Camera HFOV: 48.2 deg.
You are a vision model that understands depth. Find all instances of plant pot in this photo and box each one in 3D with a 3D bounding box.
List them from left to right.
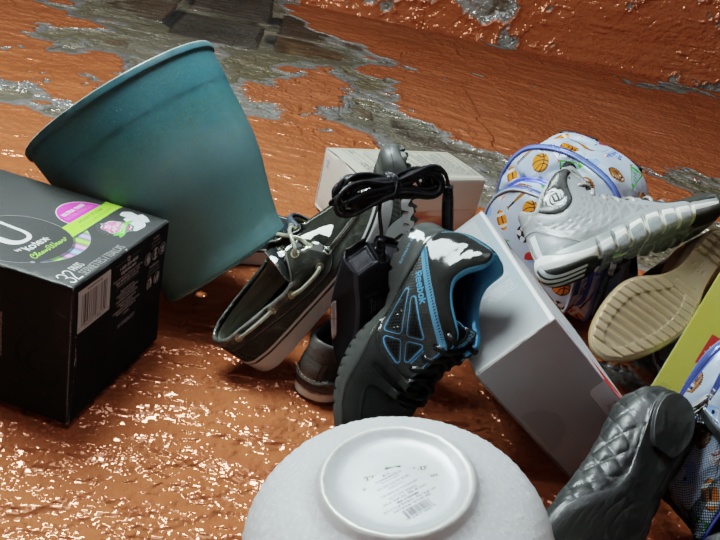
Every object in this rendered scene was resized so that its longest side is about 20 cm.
[{"bbox_3d":[-0.174,-0.082,0.764,0.188,0.200,0.200,57,28,-8],"label":"plant pot"}]

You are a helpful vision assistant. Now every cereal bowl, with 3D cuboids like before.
[{"bbox_3d":[0.023,0.157,0.497,0.199,0.084,0.200,-1,29,0],"label":"cereal bowl"}]

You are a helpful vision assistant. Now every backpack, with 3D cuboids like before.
[{"bbox_3d":[0.230,-0.056,0.930,0.200,0.191,0.154,29,31,27],"label":"backpack"},{"bbox_3d":[0.338,0.127,0.609,0.199,0.191,0.154,12,29,-22],"label":"backpack"}]

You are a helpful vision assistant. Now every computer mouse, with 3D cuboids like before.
[{"bbox_3d":[0.025,0.005,0.679,0.140,0.201,0.046,-21,25,-40],"label":"computer mouse"}]

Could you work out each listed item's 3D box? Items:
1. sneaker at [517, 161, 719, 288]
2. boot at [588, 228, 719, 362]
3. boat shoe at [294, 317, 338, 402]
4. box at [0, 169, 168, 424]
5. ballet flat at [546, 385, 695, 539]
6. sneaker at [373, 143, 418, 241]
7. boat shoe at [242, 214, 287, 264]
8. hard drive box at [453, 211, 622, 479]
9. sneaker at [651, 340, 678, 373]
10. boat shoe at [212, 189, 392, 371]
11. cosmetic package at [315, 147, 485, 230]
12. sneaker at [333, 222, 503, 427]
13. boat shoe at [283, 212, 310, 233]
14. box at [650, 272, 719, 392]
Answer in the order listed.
[{"bbox_3d":[0.250,-0.068,0.798,0.199,0.075,0.116,-19,67,-6],"label":"sneaker"},{"bbox_3d":[0.292,0.052,0.831,0.200,0.167,0.072,-36,71,-19],"label":"boot"},{"bbox_3d":[0.009,0.060,0.761,0.067,0.057,0.200,24,28,22],"label":"boat shoe"},{"bbox_3d":[-0.282,0.008,0.651,0.199,0.125,0.149,17,26,9],"label":"box"},{"bbox_3d":[0.175,0.164,0.578,0.066,0.057,0.200,48,65,-3],"label":"ballet flat"},{"bbox_3d":[0.008,-0.040,0.825,0.090,0.200,0.067,-3,45,-7],"label":"sneaker"},{"bbox_3d":[-0.130,-0.052,0.908,0.199,0.068,0.074,1,28,-23],"label":"boat shoe"},{"bbox_3d":[0.146,0.061,0.715,0.156,0.077,0.200,47,13,-27],"label":"hard drive box"},{"bbox_3d":[0.368,0.103,0.808,0.074,0.088,0.200,7,27,-13],"label":"sneaker"},{"bbox_3d":[-0.050,-0.003,0.698,0.064,0.200,0.071,37,1,-38],"label":"boat shoe"},{"bbox_3d":[0.053,-0.106,1.081,0.199,0.088,0.103,-2,31,-30],"label":"cosmetic package"},{"bbox_3d":[0.042,0.061,0.619,0.082,0.201,0.073,18,-4,42],"label":"sneaker"},{"bbox_3d":[0.000,0.000,0.764,0.200,0.062,0.075,27,23,36],"label":"boat shoe"},{"bbox_3d":[0.316,0.067,0.724,0.050,0.201,0.075,35,31,25],"label":"box"}]
